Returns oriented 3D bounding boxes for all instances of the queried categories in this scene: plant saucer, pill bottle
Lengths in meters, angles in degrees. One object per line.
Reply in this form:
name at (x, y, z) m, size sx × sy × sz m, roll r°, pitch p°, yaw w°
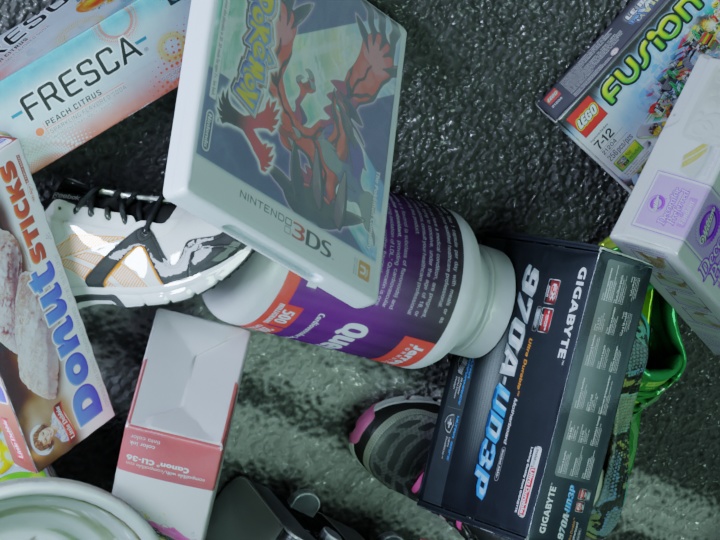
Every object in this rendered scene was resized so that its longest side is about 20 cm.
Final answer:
plant saucer at (-0.219, 0.209, 1.550) m, size 0.200 × 0.050 × 0.200 m, roll -9°, pitch 119°, yaw -17°
pill bottle at (0.000, 0.000, 1.622) m, size 0.200 × 0.112 × 0.113 m, roll 16°, pitch 108°, yaw -28°

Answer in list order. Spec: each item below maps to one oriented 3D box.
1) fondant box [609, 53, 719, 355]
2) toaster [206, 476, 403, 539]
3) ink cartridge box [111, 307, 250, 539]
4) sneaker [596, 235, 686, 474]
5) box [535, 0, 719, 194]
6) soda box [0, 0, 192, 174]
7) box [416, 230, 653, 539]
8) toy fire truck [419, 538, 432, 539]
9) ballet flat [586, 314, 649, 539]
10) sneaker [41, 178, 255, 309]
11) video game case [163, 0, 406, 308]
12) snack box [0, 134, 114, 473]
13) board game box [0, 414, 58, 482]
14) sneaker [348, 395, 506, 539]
fondant box at (0.262, -0.036, 1.684) m, size 0.200 × 0.058 × 0.144 m, roll 41°, pitch 72°, yaw -50°
toaster at (-0.048, 0.265, 1.732) m, size 0.181 × 0.119 × 0.200 m, roll 28°, pitch 102°, yaw -30°
ink cartridge box at (-0.128, 0.140, 1.613) m, size 0.067 × 0.117 × 0.200 m, roll 13°, pitch 130°, yaw -2°
sneaker at (0.184, 0.073, 1.751) m, size 0.074 × 0.084 × 0.200 m, roll -7°, pitch 118°, yaw -24°
box at (0.227, -0.151, 1.686) m, size 0.200 × 0.035 × 0.110 m, roll -48°, pitch 122°, yaw 6°
soda box at (-0.180, -0.123, 1.515) m, size 0.200 × 0.064 × 0.068 m, roll -32°, pitch 122°, yaw -6°
box at (0.114, 0.079, 1.639) m, size 0.046 × 0.159 × 0.200 m, roll 15°, pitch 88°, yaw -26°
toy fire truck at (-0.009, 0.279, 1.655) m, size 0.141 × 0.049 × 0.200 m, roll 4°, pitch 114°, yaw -25°
ballet flat at (0.153, 0.112, 1.715) m, size 0.074 × 0.074 × 0.200 m, roll -8°, pitch 122°, yaw -19°
sneaker at (-0.153, -0.021, 1.534) m, size 0.200 × 0.074 × 0.080 m, roll -12°, pitch 114°, yaw 21°
video game case at (-0.042, -0.101, 1.512) m, size 0.182 × 0.023 × 0.200 m, roll 31°, pitch 56°, yaw -43°
snack box at (-0.210, 0.022, 1.498) m, size 0.072 × 0.024 × 0.200 m, roll -38°, pitch 124°, yaw -37°
board game box at (-0.267, 0.113, 1.574) m, size 0.103 × 0.105 × 0.200 m, roll -29°, pitch 122°, yaw -6°
sneaker at (0.080, 0.157, 1.749) m, size 0.200 × 0.087 × 0.074 m, roll 34°, pitch 99°, yaw -32°
